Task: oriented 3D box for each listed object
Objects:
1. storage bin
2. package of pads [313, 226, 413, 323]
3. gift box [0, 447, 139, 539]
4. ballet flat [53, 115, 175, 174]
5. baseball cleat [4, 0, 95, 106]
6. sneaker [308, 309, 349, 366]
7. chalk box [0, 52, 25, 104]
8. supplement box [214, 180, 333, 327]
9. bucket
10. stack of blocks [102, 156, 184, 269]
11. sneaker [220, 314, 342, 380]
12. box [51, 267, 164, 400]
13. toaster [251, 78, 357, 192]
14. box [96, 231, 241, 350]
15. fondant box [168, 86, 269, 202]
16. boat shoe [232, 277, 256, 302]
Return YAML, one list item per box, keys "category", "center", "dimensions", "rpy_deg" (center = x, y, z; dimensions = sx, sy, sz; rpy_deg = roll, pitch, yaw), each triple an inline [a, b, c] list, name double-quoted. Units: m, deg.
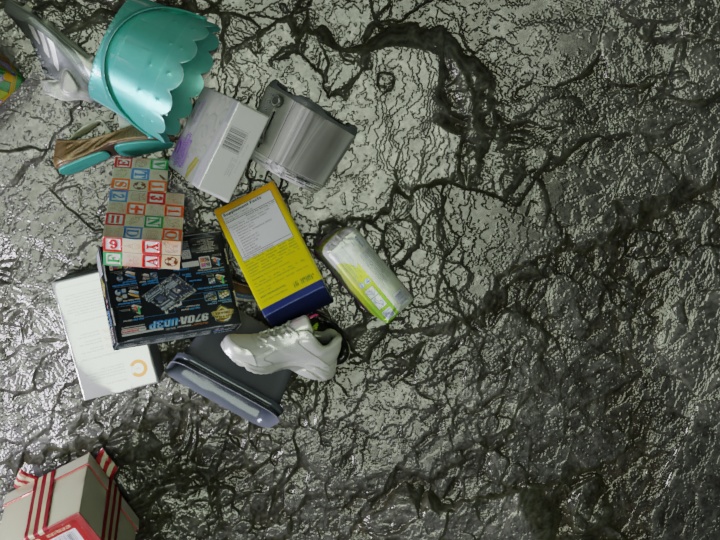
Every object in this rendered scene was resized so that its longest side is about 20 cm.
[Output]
- category: "storage bin"
  center: [-0.201, 0.154, 1.589]
  dimensions: [0.200, 0.146, 0.134]
  rpy_deg: [31, 66, -8]
- category: "package of pads"
  center: [0.000, 0.000, 1.545]
  dimensions: [0.068, 0.200, 0.155]
  rpy_deg: [-41, 99, -5]
- category: "gift box"
  center: [-0.474, 0.411, 1.556]
  dimensions: [0.184, 0.187, 0.200]
  rpy_deg: [-22, 114, 0]
- category: "ballet flat"
  center: [-0.405, -0.215, 1.558]
  dimensions: [0.200, 0.068, 0.072]
  rpy_deg: [-15, 78, 1]
- category: "baseball cleat"
  center: [-0.498, -0.341, 1.523]
  dimensions: [0.200, 0.070, 0.107]
  rpy_deg: [37, 92, -8]
- category: "sneaker"
  center: [-0.086, 0.086, 1.601]
  dimensions: [0.074, 0.087, 0.200]
  rpy_deg: [-43, 100, -7]
- category: "chalk box"
  center: [-0.616, -0.301, 1.451]
  dimensions: [0.124, 0.200, 0.124]
  rpy_deg: [-43, 99, 1]
- category: "supplement box"
  center: [-0.138, -0.023, 1.541]
  dimensions: [0.109, 0.110, 0.200]
  rpy_deg: [-26, 75, -2]
- category: "bucket"
  center: [-0.320, -0.316, 1.482]
  dimensions: [0.135, 0.207, 0.207]
  rpy_deg: [25, 94, -4]
- category: "stack of blocks"
  center: [-0.335, -0.093, 1.498]
  dimensions: [0.115, 0.200, 0.059]
  rpy_deg: [3, 133, -11]
- category: "sneaker"
  center: [-0.120, 0.109, 1.507]
  dimensions: [0.200, 0.078, 0.100]
  rpy_deg: [8, 116, -28]
- category: "box"
  center: [-0.411, 0.095, 1.571]
  dimensions: [0.124, 0.097, 0.200]
  rpy_deg: [-14, 97, -4]
- category: "toaster"
  center: [-0.096, -0.210, 1.536]
  dimensions: [0.114, 0.200, 0.129]
  rpy_deg: [35, 98, 31]
- category: "box"
  center: [-0.300, 0.030, 1.502]
  dimensions: [0.200, 0.046, 0.159]
  rpy_deg: [-9, 75, -23]
- category: "fondant box"
  center: [-0.227, -0.201, 1.498]
  dimensions: [0.058, 0.200, 0.144]
  rpy_deg: [24, 95, -28]
- category: "boat shoe"
  center: [-0.256, -0.001, 1.587]
  dimensions: [0.200, 0.072, 0.073]
  rpy_deg: [18, 87, -11]
